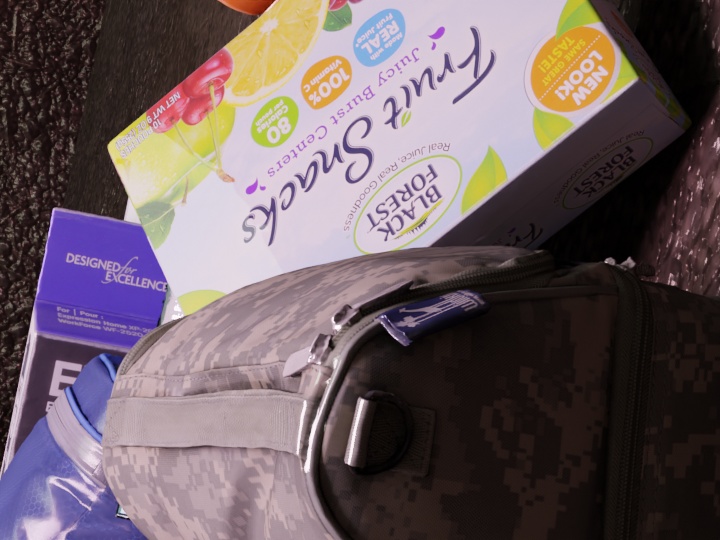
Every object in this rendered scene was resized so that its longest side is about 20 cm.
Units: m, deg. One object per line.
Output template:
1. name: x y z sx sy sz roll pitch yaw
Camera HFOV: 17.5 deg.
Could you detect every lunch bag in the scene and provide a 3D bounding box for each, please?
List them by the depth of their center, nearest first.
1. lunch bag: 0.020 0.061 0.765 0.200 0.167 0.141 -7 75 62
2. lunch bag: -0.068 0.133 1.067 0.133 0.200 0.136 -53 13 1

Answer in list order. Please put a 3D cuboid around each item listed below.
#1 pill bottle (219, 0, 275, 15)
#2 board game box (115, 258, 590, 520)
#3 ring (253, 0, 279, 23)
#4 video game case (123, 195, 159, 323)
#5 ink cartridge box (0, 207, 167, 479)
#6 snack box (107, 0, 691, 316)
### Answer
1. pill bottle: -0.010 -0.215 1.142 0.200 0.106 0.107 -43 31 29
2. board game box: 0.000 0.052 0.935 0.028 0.199 0.136 21 -100 -58
3. ring: -0.005 -0.133 1.074 0.200 0.019 0.200 -44 0 0
4. video game case: -0.065 0.025 1.242 0.023 0.199 0.183 17 97 35
5. ink cartridge box: -0.076 0.086 1.154 0.043 0.197 0.202 -148 69 -73
6. snack box: 0.010 -0.052 0.906 0.200 0.053 0.143 -39 55 15
